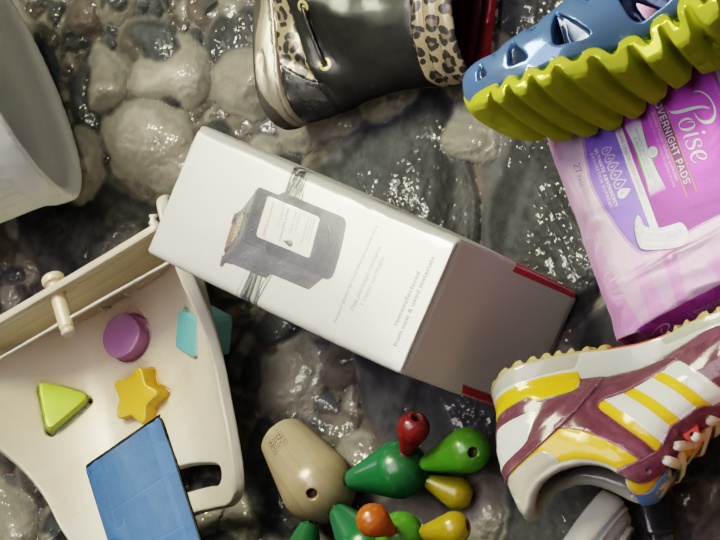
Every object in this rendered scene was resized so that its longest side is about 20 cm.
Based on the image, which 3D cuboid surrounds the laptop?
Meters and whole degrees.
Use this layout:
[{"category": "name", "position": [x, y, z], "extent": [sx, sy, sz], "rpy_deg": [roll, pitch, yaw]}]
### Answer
[{"category": "laptop", "position": [-0.150, 0.209, 1.533], "extent": [0.116, 0.187, 0.200], "rpy_deg": [39, 68, -6]}]

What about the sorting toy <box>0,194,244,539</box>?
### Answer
[{"category": "sorting toy", "position": [-0.145, 0.082, 1.669], "extent": [0.199, 0.107, 0.181], "rpy_deg": [-28, 71, 24]}]

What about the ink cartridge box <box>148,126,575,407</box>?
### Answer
[{"category": "ink cartridge box", "position": [0.000, 0.000, 1.562], "extent": [0.199, 0.145, 0.085], "rpy_deg": [25, 92, 35]}]

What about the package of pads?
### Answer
[{"category": "package of pads", "position": [0.175, -0.064, 1.510], "extent": [0.120, 0.076, 0.201], "rpy_deg": [-29, 64, 25]}]

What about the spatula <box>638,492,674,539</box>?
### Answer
[{"category": "spatula", "position": [0.171, 0.157, 1.480], "extent": [0.021, 0.056, 0.201], "rpy_deg": [120, 142, -52]}]

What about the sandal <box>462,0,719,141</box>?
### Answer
[{"category": "sandal", "position": [0.145, -0.137, 1.463], "extent": [0.199, 0.079, 0.087], "rpy_deg": [-23, 62, 14]}]

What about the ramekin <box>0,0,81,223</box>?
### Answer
[{"category": "ramekin", "position": [-0.266, -0.116, 1.719], "extent": [0.097, 0.200, 0.201], "rpy_deg": [-26, 64, 8]}]

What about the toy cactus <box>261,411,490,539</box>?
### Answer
[{"category": "toy cactus", "position": [-0.015, 0.150, 1.576], "extent": [0.200, 0.102, 0.165], "rpy_deg": [-57, 46, 18]}]

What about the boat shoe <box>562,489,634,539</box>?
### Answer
[{"category": "boat shoe", "position": [0.115, 0.223, 1.488], "extent": [0.071, 0.070, 0.202], "rpy_deg": [24, 88, 13]}]

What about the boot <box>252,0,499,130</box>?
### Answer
[{"category": "boot", "position": [0.006, -0.193, 1.651], "extent": [0.150, 0.073, 0.201], "rpy_deg": [-6, 78, 32]}]

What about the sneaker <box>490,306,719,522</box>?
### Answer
[{"category": "sneaker", "position": [0.172, 0.081, 1.459], "extent": [0.199, 0.075, 0.091], "rpy_deg": [-16, 63, 15]}]
